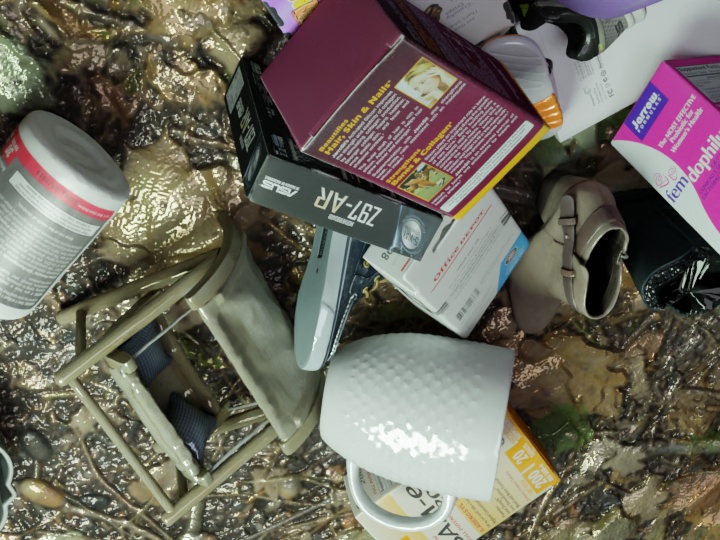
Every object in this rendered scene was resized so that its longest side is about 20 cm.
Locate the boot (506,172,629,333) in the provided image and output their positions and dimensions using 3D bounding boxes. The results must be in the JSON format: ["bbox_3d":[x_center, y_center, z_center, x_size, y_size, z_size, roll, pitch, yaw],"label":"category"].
[{"bbox_3d":[0.201,0.004,1.156,0.069,0.147,0.203,-4,119,-14],"label":"boot"}]

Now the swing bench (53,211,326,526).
[{"bbox_3d":[-0.151,0.092,1.124,0.198,0.130,0.200,-29,120,2],"label":"swing bench"}]

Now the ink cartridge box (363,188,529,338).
[{"bbox_3d":[0.077,-0.025,1.084,0.116,0.066,0.200,-55,153,-3],"label":"ink cartridge box"}]

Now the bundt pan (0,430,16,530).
[{"bbox_3d":[-0.427,0.186,1.133,0.199,0.076,0.205,-6,118,-11],"label":"bundt pan"}]

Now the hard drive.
[{"bbox_3d":[0.250,-0.224,1.117,0.198,0.027,0.133,-28,120,2],"label":"hard drive"}]

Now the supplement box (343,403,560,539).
[{"bbox_3d":[0.098,0.226,1.291,0.199,0.074,0.126,-36,119,7],"label":"supplement box"}]

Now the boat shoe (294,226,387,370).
[{"bbox_3d":[0.000,0.000,1.118,0.090,0.071,0.203,12,90,-22],"label":"boat shoe"}]

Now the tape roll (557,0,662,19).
[{"bbox_3d":[0.211,-0.314,0.966,0.198,0.085,0.203,4,82,-33],"label":"tape roll"}]

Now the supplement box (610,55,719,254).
[{"bbox_3d":[0.343,-0.094,1.089,0.102,0.201,0.102,-10,141,-39],"label":"supplement box"}]

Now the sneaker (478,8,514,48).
[{"bbox_3d":[0.041,-0.212,1.046,0.197,0.078,0.081,-14,109,-8],"label":"sneaker"}]

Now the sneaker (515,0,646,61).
[{"bbox_3d":[0.156,-0.256,1.031,0.199,0.074,0.088,38,91,-19],"label":"sneaker"}]

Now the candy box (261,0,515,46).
[{"bbox_3d":[0.016,-0.222,0.914,0.166,0.072,0.200,-31,153,4],"label":"candy box"}]

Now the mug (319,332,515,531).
[{"bbox_3d":[0.050,0.160,1.167,0.173,0.148,0.203,10,105,7],"label":"mug"}]

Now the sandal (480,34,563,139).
[{"bbox_3d":[0.139,-0.172,1.061,0.078,0.060,0.207,-6,161,7],"label":"sandal"}]

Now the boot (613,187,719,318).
[{"bbox_3d":[0.338,-0.028,1.162,0.197,0.169,0.077,-10,121,-9],"label":"boot"}]

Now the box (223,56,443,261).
[{"bbox_3d":[-0.028,-0.099,1.011,0.158,0.201,0.044,19,116,-23],"label":"box"}]

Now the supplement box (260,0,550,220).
[{"bbox_3d":[0.037,-0.126,0.898,0.110,0.086,0.199,-45,143,21],"label":"supplement box"}]

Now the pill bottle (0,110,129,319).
[{"bbox_3d":[-0.301,-0.030,1.031,0.110,0.111,0.200,37,104,-28],"label":"pill bottle"}]
